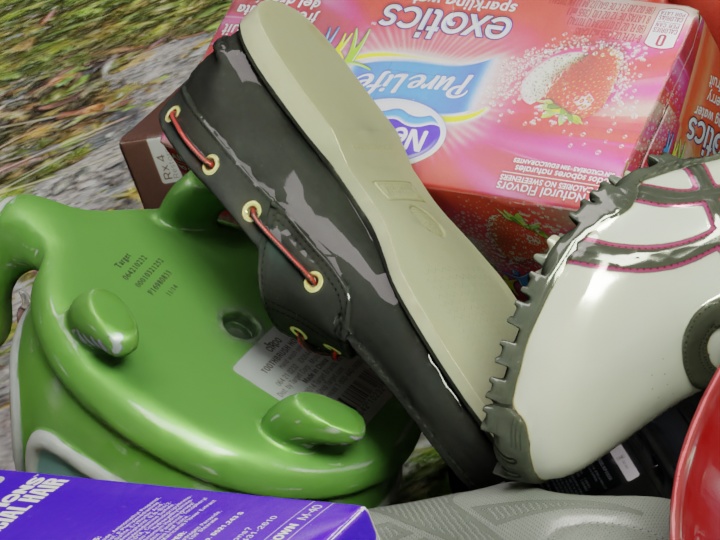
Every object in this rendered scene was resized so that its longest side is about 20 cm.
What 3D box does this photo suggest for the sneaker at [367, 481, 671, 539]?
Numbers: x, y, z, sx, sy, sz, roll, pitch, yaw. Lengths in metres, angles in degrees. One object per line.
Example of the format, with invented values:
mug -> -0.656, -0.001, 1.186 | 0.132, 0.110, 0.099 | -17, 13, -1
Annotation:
sneaker -> 0.027, 0.106, 0.906 | 0.200, 0.074, 0.079 | -3, 34, 43

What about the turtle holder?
turtle holder -> -0.075, 0.050, 1.020 | 0.185, 0.132, 0.141 | 14, 36, -14

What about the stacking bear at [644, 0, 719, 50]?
stacking bear -> 0.126, -0.092, 1.187 | 0.121, 0.114, 0.200 | -16, -10, -40

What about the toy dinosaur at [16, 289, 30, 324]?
toy dinosaur -> -0.049, 0.037, 1.226 | 0.181, 0.105, 0.201 | 2, 65, 20

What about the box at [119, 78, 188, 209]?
box -> -0.031, -0.066, 1.380 | 0.075, 0.100, 0.200 | -8, 24, 31

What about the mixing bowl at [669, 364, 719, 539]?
mixing bowl -> 0.195, 0.075, 0.749 | 0.200, 0.108, 0.201 | -22, 41, 20

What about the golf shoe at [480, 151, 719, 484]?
golf shoe -> 0.122, -0.001, 0.883 | 0.200, 0.077, 0.088 | -43, 54, -16

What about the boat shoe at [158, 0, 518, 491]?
boat shoe -> 0.001, 0.000, 0.966 | 0.063, 0.202, 0.074 | -43, -24, 19

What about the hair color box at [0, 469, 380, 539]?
hair color box -> -0.067, 0.128, 0.903 | 0.200, 0.110, 0.065 | 1, 29, 43

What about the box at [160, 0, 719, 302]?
box -> 0.039, -0.044, 1.061 | 0.199, 0.100, 0.096 | 10, 61, 32

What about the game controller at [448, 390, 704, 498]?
game controller -> 0.089, 0.079, 0.998 | 0.104, 0.042, 0.200 | -34, 19, 4
